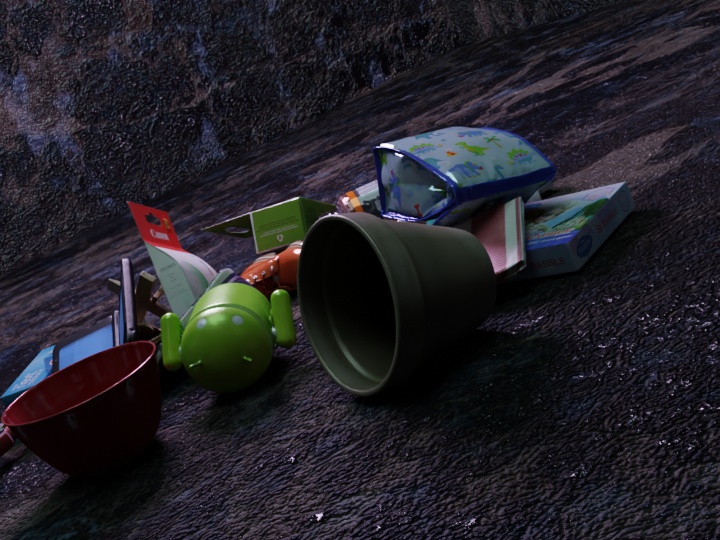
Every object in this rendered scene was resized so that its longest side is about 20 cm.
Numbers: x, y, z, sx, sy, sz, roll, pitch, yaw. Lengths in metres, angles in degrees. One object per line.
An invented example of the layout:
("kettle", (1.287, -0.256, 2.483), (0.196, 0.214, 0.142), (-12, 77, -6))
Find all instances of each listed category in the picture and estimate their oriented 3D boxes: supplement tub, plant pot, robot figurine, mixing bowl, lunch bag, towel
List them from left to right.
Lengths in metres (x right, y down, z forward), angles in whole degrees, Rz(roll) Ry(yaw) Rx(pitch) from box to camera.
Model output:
("mixing bowl", (-0.320, 0.180, 1.336), (0.199, 0.109, 0.200), (-22, 14, 6))
("robot figurine", (-0.169, 0.087, 1.427), (0.175, 0.116, 0.200), (-9, 16, 3))
("supplement tub", (0.036, -0.094, 1.786), (0.199, 0.107, 0.107), (-25, 15, -4))
("plant pot", (0.052, 0.025, 1.234), (0.173, 0.201, 0.200), (-11, 7, -32))
("towel", (0.120, -0.010, 1.393), (0.199, 0.023, 0.144), (-24, 33, 23))
("lunch bag", (0.140, -0.125, 1.488), (0.170, 0.128, 0.200), (-17, 15, -28))

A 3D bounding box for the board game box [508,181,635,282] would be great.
("board game box", (0.232, -0.044, 1.442), (0.199, 0.041, 0.199), (-11, 18, 39))

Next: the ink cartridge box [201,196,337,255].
("ink cartridge box", (-0.145, -0.056, 1.874), (0.199, 0.076, 0.148), (-16, -11, 25))

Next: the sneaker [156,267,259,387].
("sneaker", (-0.213, 0.094, 1.554), (0.200, 0.087, 0.076), (-53, -10, -19))

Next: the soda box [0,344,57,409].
("soda box", (-0.477, 0.172, 1.685), (0.068, 0.064, 0.200), (-21, 15, 7))

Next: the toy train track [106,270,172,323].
("toy train track", (-0.338, 0.064, 1.693), (0.033, 0.114, 0.200), (-60, -3, -44))

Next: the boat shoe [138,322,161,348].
("boat shoe", (-0.324, 0.111, 1.661), (0.199, 0.069, 0.074), (-10, 19, 38))

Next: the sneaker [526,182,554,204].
("sneaker", (0.252, -0.132, 1.664), (0.115, 0.074, 0.200), (-28, 14, -10))

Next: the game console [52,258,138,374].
("game console", (-0.379, 0.105, 1.558), (0.116, 0.176, 0.200), (0, 37, -15))

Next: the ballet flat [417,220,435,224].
("ballet flat", (0.112, -0.052, 1.613), (0.072, 0.072, 0.200), (-29, 18, -24))

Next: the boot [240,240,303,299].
("boot", (-0.134, 0.015, 1.732), (0.107, 0.075, 0.200), (-38, 12, -36))

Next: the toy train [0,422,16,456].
("toy train", (-0.492, 0.236, 1.497), (0.046, 0.034, 0.200), (-1, 35, 45))

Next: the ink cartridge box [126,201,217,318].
("ink cartridge box", (-0.275, -0.016, 1.696), (0.050, 0.201, 0.161), (-23, -8, 9))
